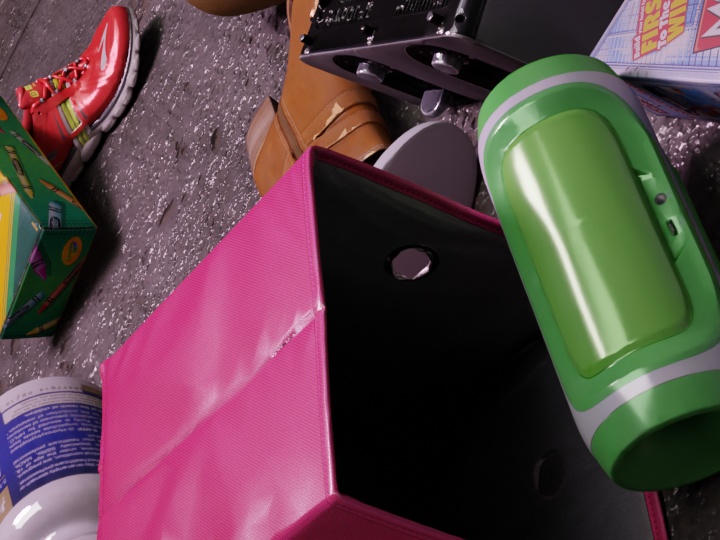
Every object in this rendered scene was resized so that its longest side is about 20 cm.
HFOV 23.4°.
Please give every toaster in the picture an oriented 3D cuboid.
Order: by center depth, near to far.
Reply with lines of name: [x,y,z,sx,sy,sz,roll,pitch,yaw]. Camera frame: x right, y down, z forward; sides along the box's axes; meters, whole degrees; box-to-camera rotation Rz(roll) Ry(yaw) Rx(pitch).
toaster: [0.071,-0.193,1.008,0.181,0.118,0.201,3,73,58]

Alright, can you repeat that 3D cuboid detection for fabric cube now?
fabric cube: [0.003,0.099,0.837,0.199,0.196,0.201,-43,38,37]

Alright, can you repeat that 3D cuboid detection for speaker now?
speaker: [0.117,-0.003,0.803,0.088,0.088,0.201,-43,49,34]

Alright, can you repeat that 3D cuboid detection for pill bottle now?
pill bottle: [-0.196,0.171,1.181,0.120,0.119,0.200,-58,31,15]

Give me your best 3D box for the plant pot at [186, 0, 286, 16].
plant pot: [-0.074,-0.271,1.268,0.200,0.186,0.187,141,144,-63]

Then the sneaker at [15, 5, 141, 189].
sneaker: [-0.264,-0.152,1.554,0.200,0.085,0.077,-57,32,16]

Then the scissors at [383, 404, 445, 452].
scissors: [0.014,0.030,1.052,0.073,0.014,0.200,-54,31,25]

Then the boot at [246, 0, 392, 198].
boot: [-0.007,-0.116,1.132,0.201,0.073,0.155,-68,26,22]

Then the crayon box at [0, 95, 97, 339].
crayon box: [-0.312,-0.049,1.504,0.200,0.058,0.119,49,125,35]

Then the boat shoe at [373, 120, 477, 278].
boat shoe: [0.000,0.000,1.020,0.057,0.069,0.201,11,71,59]

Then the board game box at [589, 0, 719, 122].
board game box: [0.200,-0.146,0.825,0.199,0.061,0.201,-8,63,55]
